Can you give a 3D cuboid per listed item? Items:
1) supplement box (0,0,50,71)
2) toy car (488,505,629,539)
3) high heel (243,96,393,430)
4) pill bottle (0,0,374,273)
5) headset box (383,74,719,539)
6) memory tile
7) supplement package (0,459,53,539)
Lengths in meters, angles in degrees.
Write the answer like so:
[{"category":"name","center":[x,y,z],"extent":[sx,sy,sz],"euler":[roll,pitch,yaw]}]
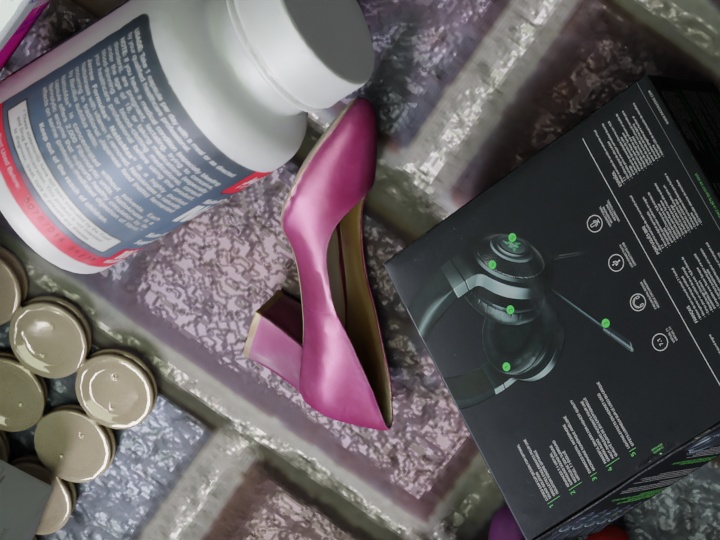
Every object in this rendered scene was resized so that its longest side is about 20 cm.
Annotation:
[{"category":"supplement box","center":[-0.212,-0.166,1.330],"extent":[0.103,0.101,0.200],"euler":[35,100,-3]},{"category":"toy car","center":[0.096,0.210,1.437],"extent":[0.199,0.175,0.151],"euler":[6,82,13]},{"category":"high heel","center":[0.000,0.000,1.394],"extent":[0.096,0.067,0.201],"euler":[29,124,12]},{"category":"pill bottle","center":[-0.097,-0.092,1.353],"extent":[0.199,0.120,0.120],"euler":[-29,104,26]},{"category":"headset box","center":[0.132,0.025,1.321],"extent":[0.200,0.093,0.175],"euler":[-36,72,26]},{"category":"memory tile","center":[-0.224,0.089,1.534],"extent":[0.153,0.017,0.200],"euler":[37,119,-3]},{"category":"supplement package","center":[-0.322,0.188,1.516],"extent":[0.199,0.147,0.192],"euler":[27,130,2]}]
